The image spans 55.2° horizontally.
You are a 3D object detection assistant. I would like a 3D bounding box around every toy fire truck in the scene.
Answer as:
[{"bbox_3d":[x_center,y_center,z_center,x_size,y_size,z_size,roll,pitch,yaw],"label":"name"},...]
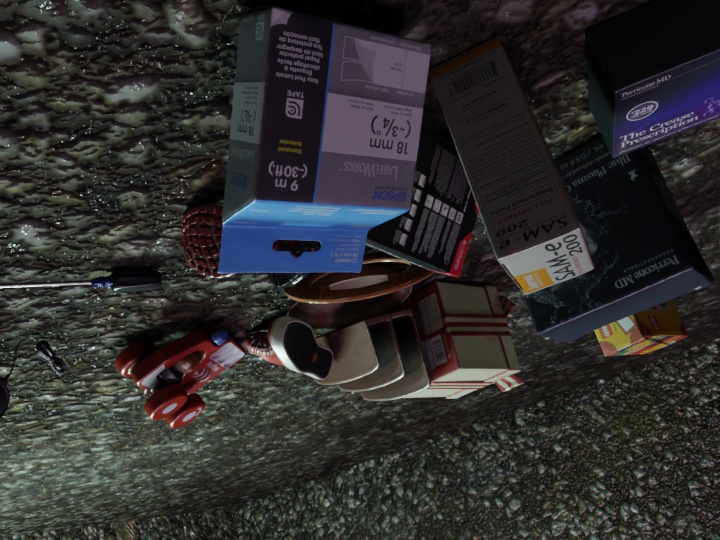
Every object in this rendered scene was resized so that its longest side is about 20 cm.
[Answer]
[{"bbox_3d":[-0.274,0.149,1.093,0.168,0.112,0.200,-38,161,-9],"label":"toy fire truck"}]

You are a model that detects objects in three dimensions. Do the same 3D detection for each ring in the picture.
[{"bbox_3d":[0.000,0.000,0.879,0.200,0.019,0.200,-11,-165,3],"label":"ring"}]

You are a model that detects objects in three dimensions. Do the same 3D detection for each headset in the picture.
[{"bbox_3d":[-0.504,0.162,0.921,0.200,0.123,0.094,-35,135,-15],"label":"headset"}]

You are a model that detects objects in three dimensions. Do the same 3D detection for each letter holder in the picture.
[{"bbox_3d":[0.010,0.160,1.167,0.100,0.143,0.200,-11,172,-37],"label":"letter holder"}]

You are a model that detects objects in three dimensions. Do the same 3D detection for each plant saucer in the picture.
[{"bbox_3d":[-0.020,0.040,1.073,0.200,0.032,0.200,-14,159,-6],"label":"plant saucer"}]

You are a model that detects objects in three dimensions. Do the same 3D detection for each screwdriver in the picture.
[{"bbox_3d":[-0.331,0.018,0.804,0.200,0.029,0.028,-7,157,-33],"label":"screwdriver"}]

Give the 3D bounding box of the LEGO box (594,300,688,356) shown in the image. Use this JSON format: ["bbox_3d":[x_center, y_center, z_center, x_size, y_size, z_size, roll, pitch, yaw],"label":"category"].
[{"bbox_3d":[0.433,0.033,1.134,0.149,0.201,0.077,4,151,-39],"label":"LEGO box"}]

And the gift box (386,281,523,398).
[{"bbox_3d":[0.174,0.129,1.217,0.186,0.185,0.200,8,155,-41],"label":"gift box"}]

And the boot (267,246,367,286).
[{"bbox_3d":[-0.004,-0.041,0.824,0.158,0.080,0.211,5,150,-42],"label":"boot"}]

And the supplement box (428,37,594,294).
[{"bbox_3d":[0.141,-0.092,0.636,0.073,0.201,0.126,-23,158,17],"label":"supplement box"}]

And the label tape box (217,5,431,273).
[{"bbox_3d":[-0.028,-0.089,0.546,0.144,0.201,0.063,0,-167,-34],"label":"label tape box"}]

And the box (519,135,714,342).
[{"bbox_3d":[0.296,-0.040,0.868,0.196,0.201,0.117,-29,154,29],"label":"box"}]

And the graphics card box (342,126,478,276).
[{"bbox_3d":[0.050,-0.075,0.702,0.051,0.126,0.200,16,179,40],"label":"graphics card box"}]

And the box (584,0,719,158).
[{"bbox_3d":[0.328,-0.204,0.664,0.200,0.079,0.141,-21,155,13],"label":"box"}]

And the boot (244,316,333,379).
[{"bbox_3d":[-0.140,0.116,1.091,0.144,0.073,0.200,12,161,20],"label":"boot"}]

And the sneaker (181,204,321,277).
[{"bbox_3d":[-0.106,-0.035,0.733,0.199,0.078,0.082,1,-171,25],"label":"sneaker"}]
